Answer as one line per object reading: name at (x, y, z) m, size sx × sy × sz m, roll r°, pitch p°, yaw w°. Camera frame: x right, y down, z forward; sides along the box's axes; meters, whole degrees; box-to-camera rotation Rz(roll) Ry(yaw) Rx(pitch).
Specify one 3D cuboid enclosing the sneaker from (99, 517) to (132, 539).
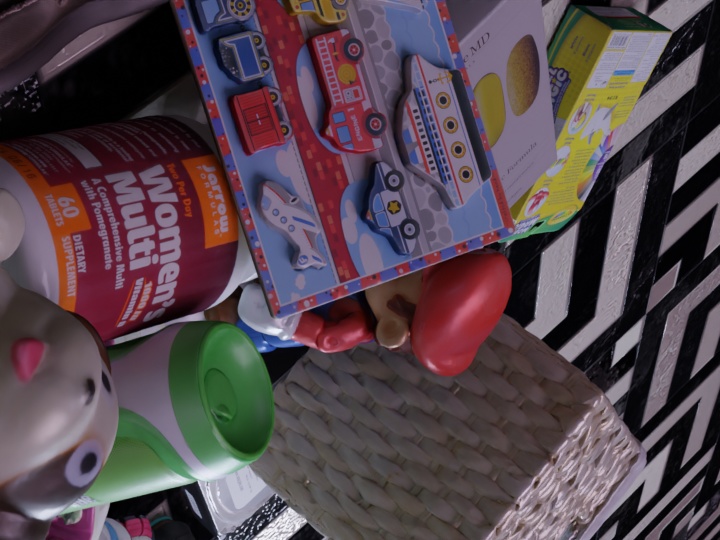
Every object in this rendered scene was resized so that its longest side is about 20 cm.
sneaker at (-0.243, 0.234, 0.946) m, size 0.201 × 0.075 × 0.087 m, roll -53°, pitch 144°, yaw -9°

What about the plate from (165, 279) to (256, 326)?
plate at (-0.099, 0.069, 0.994) m, size 0.200 × 0.032 × 0.200 m, roll -57°, pitch 154°, yaw 9°

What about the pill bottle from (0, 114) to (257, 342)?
pill bottle at (-0.125, -0.023, 0.751) m, size 0.199 × 0.109 × 0.110 m, roll -18°, pitch 139°, yaw -48°

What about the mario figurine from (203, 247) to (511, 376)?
mario figurine at (0.000, 0.000, 0.858) m, size 0.106 × 0.199 × 0.124 m, roll 46°, pitch 52°, yaw -40°

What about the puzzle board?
puzzle board at (-0.009, -0.093, 0.755) m, size 0.150 × 0.202 × 0.017 m, roll -19°, pitch -176°, yaw -21°

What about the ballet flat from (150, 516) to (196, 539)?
ballet flat at (-0.140, 0.271, 1.141) m, size 0.068 × 0.068 × 0.201 m, roll -38°, pitch 151°, yaw -21°

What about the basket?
basket at (0.056, 0.126, 0.973) m, size 0.199 × 0.200 × 0.161 m, roll -50°, pitch 153°, yaw -4°

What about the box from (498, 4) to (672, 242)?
box at (0.171, -0.117, 1.174) m, size 0.117 × 0.048 × 0.201 m, roll -11°, pitch 130°, yaw -53°

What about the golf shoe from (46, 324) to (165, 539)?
golf shoe at (-0.166, 0.110, 0.878) m, size 0.091 × 0.075 × 0.202 m, roll -18°, pitch 130°, yaw -63°

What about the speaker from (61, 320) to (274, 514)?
speaker at (-0.148, 0.086, 0.767) m, size 0.198 × 0.089 × 0.088 m, roll -17°, pitch 165°, yaw 24°

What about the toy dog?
toy dog at (-0.197, 0.040, 0.591) m, size 0.194 × 0.199 × 0.140 m, roll -56°, pitch -166°, yaw 41°

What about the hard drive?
hard drive at (-0.048, 0.091, 1.028) m, size 0.200 × 0.038 × 0.140 m, roll -42°, pitch 153°, yaw -21°

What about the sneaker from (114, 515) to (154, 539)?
sneaker at (-0.185, 0.271, 1.048) m, size 0.080 × 0.075 × 0.201 m, roll -11°, pitch 137°, yaw -31°

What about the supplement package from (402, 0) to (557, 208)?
supplement package at (0.044, -0.116, 0.901) m, size 0.114 × 0.109 × 0.200 m, roll -45°, pitch 153°, yaw -13°

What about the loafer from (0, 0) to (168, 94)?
loafer at (-0.151, -0.136, 0.627) m, size 0.200 × 0.073 × 0.071 m, roll -38°, pitch 141°, yaw -36°
